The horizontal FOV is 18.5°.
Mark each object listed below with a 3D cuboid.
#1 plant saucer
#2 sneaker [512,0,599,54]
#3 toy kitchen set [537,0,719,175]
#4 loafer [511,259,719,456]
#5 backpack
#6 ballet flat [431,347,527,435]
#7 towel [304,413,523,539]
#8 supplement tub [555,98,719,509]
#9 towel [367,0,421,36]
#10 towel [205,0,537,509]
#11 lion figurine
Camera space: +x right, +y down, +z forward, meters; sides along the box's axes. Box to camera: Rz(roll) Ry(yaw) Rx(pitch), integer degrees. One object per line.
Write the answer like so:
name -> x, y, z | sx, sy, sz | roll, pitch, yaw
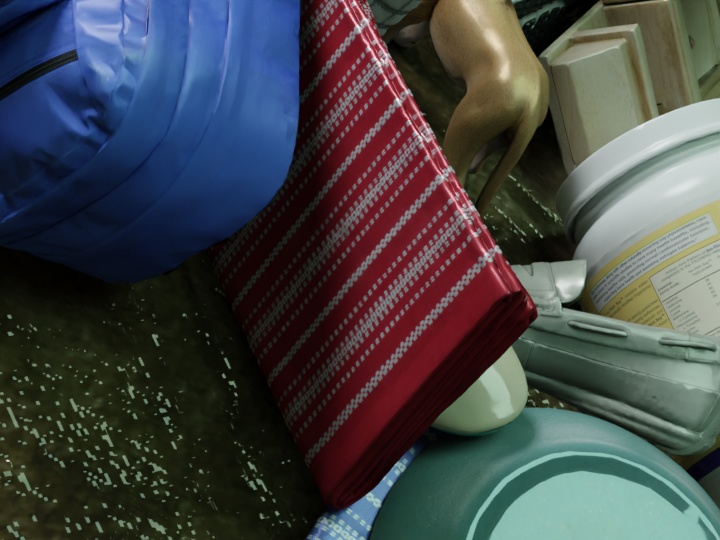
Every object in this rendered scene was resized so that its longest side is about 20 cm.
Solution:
plant saucer -> 0.098, 0.149, 0.947 | 0.200, 0.036, 0.200 | 10, 64, -21
sneaker -> 0.095, -0.176, 1.296 | 0.080, 0.074, 0.200 | 38, 33, 8
toy kitchen set -> 0.213, -0.131, 1.222 | 0.163, 0.180, 0.200 | -43, 124, -51
loafer -> 0.089, 0.024, 1.074 | 0.200, 0.070, 0.070 | 23, 1, 0
backpack -> -0.121, -0.102, 0.942 | 0.168, 0.162, 0.200 | 15, 59, -38
ballet flat -> 0.000, 0.000, 0.992 | 0.069, 0.070, 0.200 | 1, 29, -44
towel -> 0.038, 0.150, 0.953 | 0.145, 0.024, 0.200 | 40, 58, -5
supplement tub -> 0.198, 0.026, 1.159 | 0.145, 0.145, 0.200 | -3, 63, -46
towel -> -0.049, -0.189, 1.078 | 0.200, 0.166, 0.086 | 52, 32, 2
towel -> -0.008, -0.015, 0.950 | 0.022, 0.145, 0.200 | 6, 46, -41
lion figurine -> 0.060, -0.119, 1.159 | 0.072, 0.122, 0.200 | -6, 65, -47
